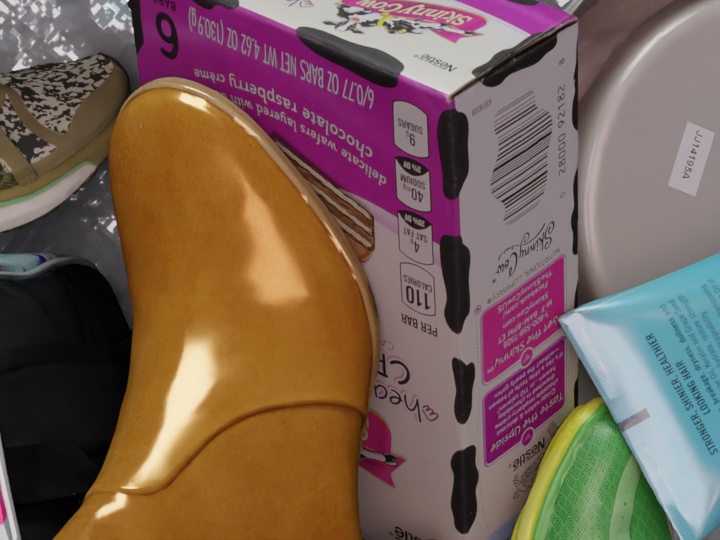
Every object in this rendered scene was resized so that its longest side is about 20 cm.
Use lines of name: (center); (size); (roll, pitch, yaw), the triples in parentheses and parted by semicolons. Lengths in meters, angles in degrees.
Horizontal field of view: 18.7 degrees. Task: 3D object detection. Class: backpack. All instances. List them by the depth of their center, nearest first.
backpack: (-0.130, 0.085, 0.698); (0.149, 0.200, 0.179); (-13, 90, -1)

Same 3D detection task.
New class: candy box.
candy box: (0.000, 0.000, 0.690); (0.061, 0.136, 0.201); (-33, 133, -35)

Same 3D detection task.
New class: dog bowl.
dog bowl: (0.130, -0.022, 0.748); (0.198, 0.059, 0.202); (-1, 92, -21)

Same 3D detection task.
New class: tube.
tube: (0.159, 0.007, 0.690); (0.199, 0.050, 0.078); (-27, 78, -25)

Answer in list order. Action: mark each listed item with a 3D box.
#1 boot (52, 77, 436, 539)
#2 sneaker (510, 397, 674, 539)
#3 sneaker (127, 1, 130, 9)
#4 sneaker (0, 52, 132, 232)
boot: (-0.052, 0.056, 0.606); (0.070, 0.144, 0.203); (-20, 97, 41)
sneaker: (0.095, 0.138, 0.673); (0.083, 0.074, 0.202); (-7, 90, 28)
sneaker: (-0.010, -0.090, 0.772); (0.200, 0.079, 0.089); (39, 81, -9)
sneaker: (-0.161, -0.055, 0.721); (0.199, 0.077, 0.089); (-20, 121, -34)
